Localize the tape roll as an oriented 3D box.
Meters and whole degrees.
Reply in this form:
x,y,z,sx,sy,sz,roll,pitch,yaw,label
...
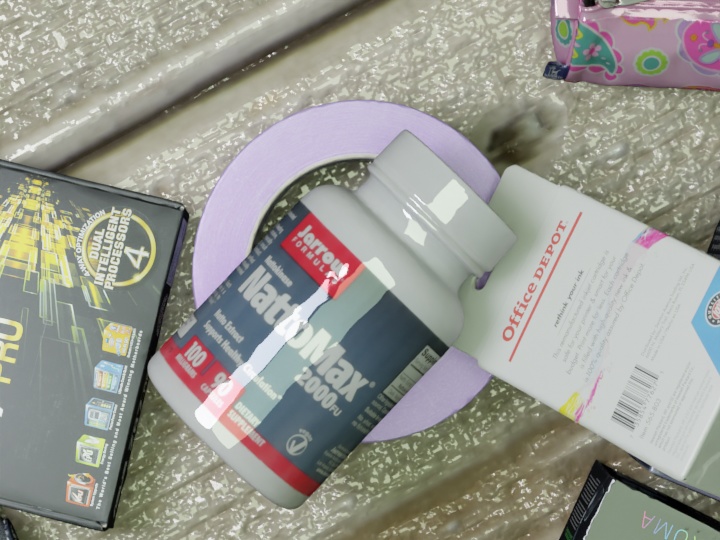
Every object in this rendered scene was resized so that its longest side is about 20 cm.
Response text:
x,y,z,sx,sy,sz,roll,pitch,yaw,label
0.000,0.000,1.412,0.198,0.066,0.202,0,91,1,tape roll

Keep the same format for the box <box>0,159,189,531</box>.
x,y,z,sx,sy,sz,roll,pitch,yaw,label
-0.202,0.040,1.413,0.160,0.049,0.202,14,85,2,box

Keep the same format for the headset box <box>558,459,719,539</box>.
x,y,z,sx,sy,sz,roll,pitch,yaw,label
0.176,0.244,1.404,0.173,0.093,0.201,27,92,0,headset box

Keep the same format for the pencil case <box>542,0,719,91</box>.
x,y,z,sx,sy,sz,roll,pitch,yaw,label
0.209,-0.149,1.398,0.198,0.087,0.088,4,91,-1,pencil case

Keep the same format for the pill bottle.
x,y,z,sx,sy,sz,roll,pitch,yaw,label
-0.012,0.023,1.321,0.120,0.120,0.200,43,91,-1,pill bottle

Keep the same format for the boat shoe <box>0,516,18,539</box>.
x,y,z,sx,sy,sz,roll,pitch,yaw,label
-0.167,0.226,1.418,0.092,0.075,0.202,-20,101,-4,boat shoe

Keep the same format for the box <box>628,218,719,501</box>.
x,y,z,sx,sy,sz,roll,pitch,yaw,label
0.287,0.059,1.385,0.198,0.123,0.200,21,92,0,box

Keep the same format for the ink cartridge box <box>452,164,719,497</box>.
x,y,z,sx,sy,sz,roll,pitch,yaw,label
0.146,0.031,1.324,0.199,0.068,0.116,30,95,40,ink cartridge box
